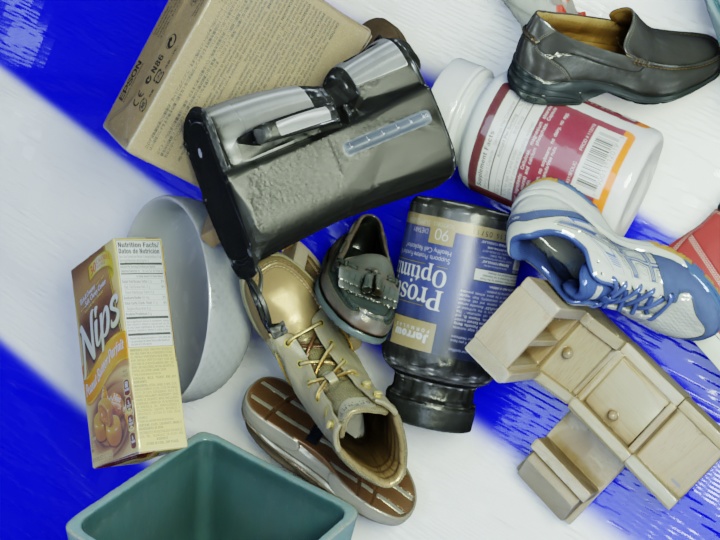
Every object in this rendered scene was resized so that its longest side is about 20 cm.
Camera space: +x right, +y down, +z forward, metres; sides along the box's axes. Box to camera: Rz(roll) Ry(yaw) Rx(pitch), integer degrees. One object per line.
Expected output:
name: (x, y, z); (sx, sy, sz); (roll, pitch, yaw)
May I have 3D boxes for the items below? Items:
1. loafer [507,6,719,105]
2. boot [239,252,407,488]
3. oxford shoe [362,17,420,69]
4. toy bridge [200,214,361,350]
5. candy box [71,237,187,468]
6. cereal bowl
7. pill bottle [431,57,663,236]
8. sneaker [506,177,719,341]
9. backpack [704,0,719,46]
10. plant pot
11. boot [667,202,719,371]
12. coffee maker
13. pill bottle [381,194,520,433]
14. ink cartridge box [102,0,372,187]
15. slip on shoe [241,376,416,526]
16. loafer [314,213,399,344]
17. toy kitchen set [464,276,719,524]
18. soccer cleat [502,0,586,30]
loafer: (0.226, -0.188, 0.997); (0.197, 0.073, 0.073); (-8, 45, -16)
boot: (-0.031, 0.086, 1.022); (0.072, 0.155, 0.202); (-29, 113, -8)
oxford shoe: (-0.030, -0.166, 1.144); (0.200, 0.072, 0.085); (-40, 53, 17)
toy bridge: (-0.066, 0.002, 1.107); (0.027, 0.068, 0.200); (-30, 123, 32)
candy box: (-0.224, 0.081, 1.121); (0.115, 0.055, 0.203); (-25, 71, 52)
cereal bowl: (-0.161, 0.028, 1.150); (0.199, 0.083, 0.203); (2, 92, 54)
pill bottle: (0.157, -0.108, 1.041); (0.198, 0.114, 0.115); (27, 98, 18)
sneaker: (0.202, 0.010, 0.954); (0.199, 0.088, 0.076); (31, 131, 4)
backpack: (0.363, -0.220, 0.953); (0.166, 0.127, 0.201); (-31, 92, 11)
plant pot: (-0.140, 0.310, 1.096); (0.195, 0.195, 0.202); (22, 121, 27)
boot: (0.354, 0.030, 0.993); (0.144, 0.072, 0.201); (-43, 72, 13)
coffee maker: (-0.029, -0.078, 0.998); (0.198, 0.135, 0.194); (-22, 115, -18)
pill bottle: (0.081, 0.040, 1.067); (0.111, 0.112, 0.203); (12, 93, 19)
ink cartridge box: (-0.110, -0.172, 1.048); (0.075, 0.164, 0.201); (37, 99, 50)
slip on shoe: (-0.034, 0.183, 1.136); (0.199, 0.076, 0.061); (32, 139, 10)
loafer: (0.000, 0.000, 1.055); (0.071, 0.200, 0.063); (25, 106, -13)
toy kitchen set: (0.180, 0.137, 0.992); (0.200, 0.180, 0.164); (46, 104, 19)
soccer cleat: (0.153, -0.262, 1.077); (0.077, 0.069, 0.203); (-19, 81, 34)
